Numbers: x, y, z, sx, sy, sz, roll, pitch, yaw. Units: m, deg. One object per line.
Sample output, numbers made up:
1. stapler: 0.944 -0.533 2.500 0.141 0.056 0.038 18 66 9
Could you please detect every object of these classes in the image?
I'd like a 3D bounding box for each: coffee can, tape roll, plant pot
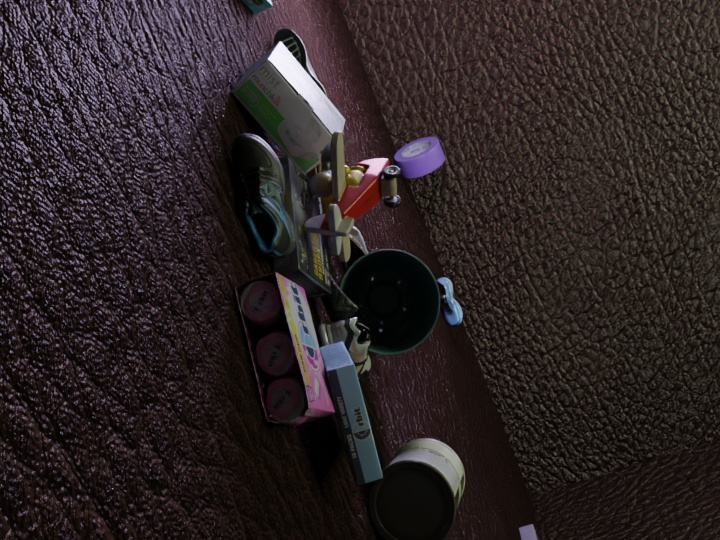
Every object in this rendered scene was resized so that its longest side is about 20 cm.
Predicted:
1. coffee can: 0.104 0.385 1.422 0.200 0.145 0.148 2 69 -78
2. tape roll: 0.246 -0.471 3.381 0.201 0.198 0.085 -88 155 -62
3. plant pot: 0.052 0.061 1.632 0.161 0.199 0.202 156 -86 -88

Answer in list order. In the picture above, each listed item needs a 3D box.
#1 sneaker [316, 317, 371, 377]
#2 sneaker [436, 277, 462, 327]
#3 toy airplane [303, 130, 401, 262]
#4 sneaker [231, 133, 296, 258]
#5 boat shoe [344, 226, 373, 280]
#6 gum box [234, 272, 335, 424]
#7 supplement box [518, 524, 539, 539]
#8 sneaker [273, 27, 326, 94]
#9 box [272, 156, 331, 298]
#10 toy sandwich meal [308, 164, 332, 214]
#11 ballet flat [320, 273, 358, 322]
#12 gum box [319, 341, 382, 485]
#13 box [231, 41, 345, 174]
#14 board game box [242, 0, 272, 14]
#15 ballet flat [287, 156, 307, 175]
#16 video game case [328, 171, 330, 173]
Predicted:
1. sneaker: -0.009 0.143 1.475 0.200 0.079 0.074 51 20 -62
2. sneaker: 0.328 0.126 3.144 0.090 0.078 0.202 2 64 -57
3. toy airplane: -0.035 -0.122 1.385 0.199 0.140 0.202 16 97 -62
4. sneaker: -0.152 -0.117 1.250 0.082 0.073 0.202 -16 86 -78
5. boat shoe: 0.000 0.000 1.799 0.201 0.072 0.072 59 17 -5
6. gum box: -0.101 0.116 1.113 0.113 0.066 0.202 39 34 -70
7. supplement box: 0.674 1.089 3.128 0.109 0.060 0.201 -89 155 -59
8. sneaker: -0.145 -0.466 1.892 0.081 0.073 0.201 -115 180 -76
9. box: -0.106 -0.069 1.383 0.158 0.048 0.202 45 35 -66
10. toy sandwich meal: -0.059 -0.159 1.669 0.205 0.069 0.207 -6 90 -86
11. ballet flat: -0.062 0.001 1.477 0.067 0.056 0.201 79 -11 -72
12. gum box: -0.018 0.209 1.232 0.200 0.044 0.172 -145 -139 -84
13. box: -0.125 -0.304 1.503 0.200 0.096 0.177 48 19 -19
14. board game box: -0.260 -0.673 1.732 0.151 0.047 0.202 8 63 -77
15. ballet flat: -0.140 -0.182 1.508 0.200 0.046 0.068 -62 153 -67
16. video game case: -0.099 -0.304 1.937 0.200 0.022 0.183 -88 155 -64
